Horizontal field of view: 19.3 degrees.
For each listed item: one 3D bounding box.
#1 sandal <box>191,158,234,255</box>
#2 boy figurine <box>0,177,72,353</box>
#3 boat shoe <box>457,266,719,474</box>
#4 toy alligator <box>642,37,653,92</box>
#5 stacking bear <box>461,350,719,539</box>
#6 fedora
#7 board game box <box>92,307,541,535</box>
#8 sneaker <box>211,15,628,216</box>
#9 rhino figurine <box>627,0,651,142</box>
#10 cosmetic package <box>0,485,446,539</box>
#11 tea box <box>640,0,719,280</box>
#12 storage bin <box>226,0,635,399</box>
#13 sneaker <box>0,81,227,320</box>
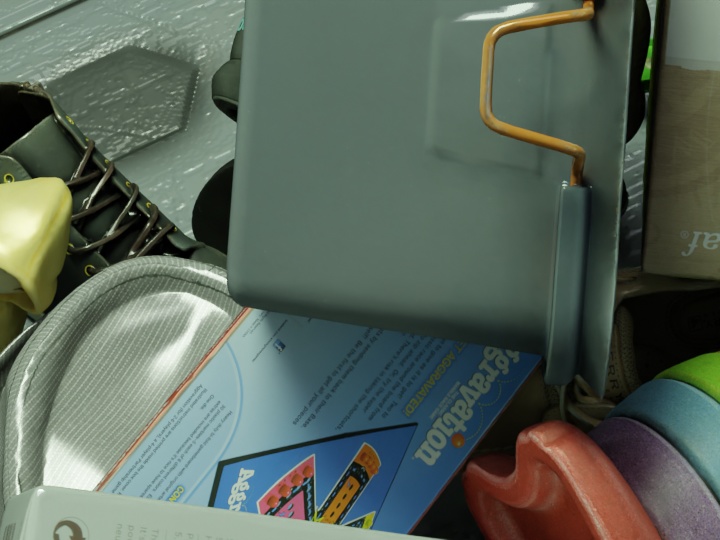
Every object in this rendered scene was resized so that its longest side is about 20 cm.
[{"bbox_3d":[0.000,0.000,0.944,0.199,0.076,0.045,19,45,29],"label":"sandal"},{"bbox_3d":[-0.200,0.012,0.955,0.199,0.124,0.065,-16,40,32],"label":"boy figurine"},{"bbox_3d":[0.093,0.034,0.865,0.198,0.072,0.065,-20,6,-7],"label":"boat shoe"},{"bbox_3d":[0.171,-0.103,1.017,0.198,0.060,0.054,-8,0,15],"label":"toy alligator"},{"bbox_3d":[0.157,0.069,0.800,0.199,0.121,0.114,-29,84,-18],"label":"stacking bear"},{"bbox_3d":[-0.090,0.073,0.848,0.176,0.091,0.200,30,66,17],"label":"fedora"},{"bbox_3d":[-0.017,0.062,0.799,0.103,0.019,0.200,41,74,-5],"label":"board game box"},{"bbox_3d":[0.036,-0.076,0.948,0.198,0.075,0.080,21,82,-15],"label":"sneaker"},{"bbox_3d":[0.090,-0.124,0.873,0.059,0.201,0.088,-7,52,1],"label":"rhino figurine"},{"bbox_3d":[-0.026,0.122,0.727,0.198,0.102,0.075,11,80,-12],"label":"cosmetic package"},{"bbox_3d":[0.214,-0.077,0.836,0.198,0.135,0.197,5,17,6],"label":"tea box"},{"bbox_3d":[0.025,-0.061,0.738,0.133,0.202,0.146,3,1,4],"label":"storage bin"},{"bbox_3d":[-0.114,-0.010,0.965,0.199,0.107,0.075,24,56,34],"label":"sneaker"}]
